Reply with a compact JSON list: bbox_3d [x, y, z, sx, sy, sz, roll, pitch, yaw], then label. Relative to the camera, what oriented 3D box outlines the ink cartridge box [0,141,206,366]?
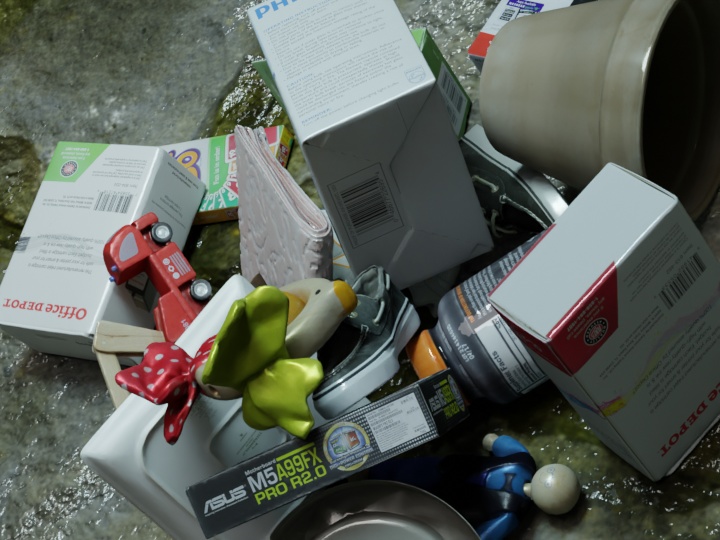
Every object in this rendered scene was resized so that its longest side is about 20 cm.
[{"bbox_3d":[-0.258,-0.017,1.965,0.145,0.084,0.202,6,68,36],"label":"ink cartridge box"}]

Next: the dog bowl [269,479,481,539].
[{"bbox_3d":[0.017,0.256,1.522,0.198,0.059,0.202,0,90,13],"label":"dog bowl"}]

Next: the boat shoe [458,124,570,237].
[{"bbox_3d":[0.133,-0.060,1.762,0.064,0.071,0.200,-42,35,-2],"label":"boat shoe"}]

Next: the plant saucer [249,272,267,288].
[{"bbox_3d":[-0.119,0.100,1.754,0.036,0.201,0.201,26,68,3],"label":"plant saucer"}]

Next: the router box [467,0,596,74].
[{"bbox_3d":[0.224,-0.238,1.849,0.199,0.049,0.180,18,68,42],"label":"router box"}]

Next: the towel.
[{"bbox_3d":[-0.065,-0.002,1.771,0.032,0.201,0.191,-14,39,-17],"label":"towel"}]

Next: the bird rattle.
[{"bbox_3d":[-0.082,0.068,1.547,0.163,0.113,0.200,-41,10,-30],"label":"bird rattle"}]

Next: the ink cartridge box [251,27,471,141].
[{"bbox_3d":[-0.006,-0.160,1.907,0.198,0.104,0.060,-7,49,31],"label":"ink cartridge box"}]

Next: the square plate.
[{"bbox_3d":[-0.099,0.141,1.666,0.200,0.198,0.028,-49,26,-9],"label":"square plate"}]

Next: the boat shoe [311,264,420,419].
[{"bbox_3d":[-0.008,0.055,1.595,0.072,0.071,0.200,-31,10,20],"label":"boat shoe"}]

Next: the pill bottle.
[{"bbox_3d":[0.136,0.038,1.648,0.199,0.106,0.107,-32,44,9],"label":"pill bottle"}]

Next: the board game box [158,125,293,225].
[{"bbox_3d":[-0.165,-0.089,2.021,0.199,0.030,0.096,-9,52,33],"label":"board game box"}]

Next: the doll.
[{"bbox_3d":[0.082,0.183,1.611,0.198,0.049,0.137,-6,44,24],"label":"doll"}]

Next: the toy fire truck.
[{"bbox_3d":[-0.195,0.060,1.846,0.140,0.049,0.201,-32,80,-21],"label":"toy fire truck"}]

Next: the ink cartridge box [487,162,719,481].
[{"bbox_3d":[0.208,0.042,1.527,0.146,0.200,0.083,-47,41,-7],"label":"ink cartridge box"}]

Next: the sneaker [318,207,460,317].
[{"bbox_3d":[0.000,0.000,1.802,0.199,0.076,0.093,0,61,36],"label":"sneaker"}]

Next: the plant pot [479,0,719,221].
[{"bbox_3d":[0.201,-0.146,1.672,0.172,0.200,0.201,10,62,33],"label":"plant pot"}]

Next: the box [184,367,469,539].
[{"bbox_3d":[-0.022,0.140,1.556,0.199,0.160,0.045,-25,87,12],"label":"box"}]

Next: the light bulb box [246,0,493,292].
[{"bbox_3d":[0.008,-0.121,1.708,0.124,0.199,0.201,-23,42,-1],"label":"light bulb box"}]
